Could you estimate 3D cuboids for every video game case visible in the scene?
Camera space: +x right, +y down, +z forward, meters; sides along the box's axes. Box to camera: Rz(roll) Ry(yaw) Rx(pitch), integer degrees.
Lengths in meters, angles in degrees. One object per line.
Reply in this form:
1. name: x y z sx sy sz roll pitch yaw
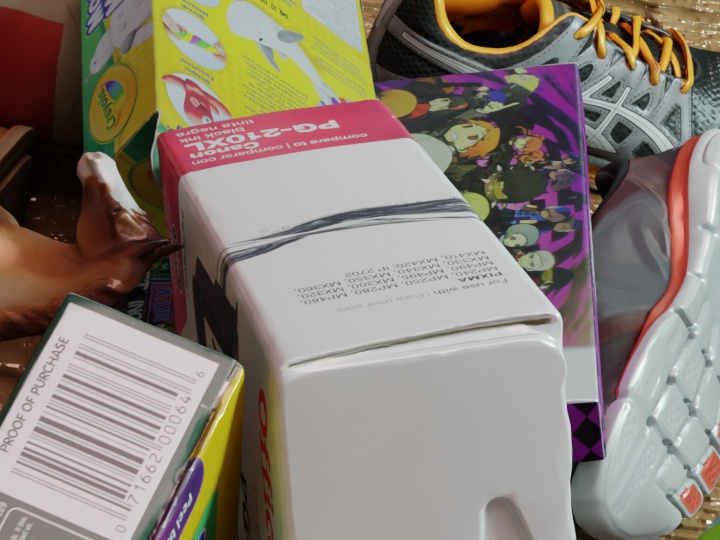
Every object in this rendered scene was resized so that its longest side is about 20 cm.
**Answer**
1. video game case: 0.000 0.000 1.001 0.180 0.036 0.201 -5 41 7

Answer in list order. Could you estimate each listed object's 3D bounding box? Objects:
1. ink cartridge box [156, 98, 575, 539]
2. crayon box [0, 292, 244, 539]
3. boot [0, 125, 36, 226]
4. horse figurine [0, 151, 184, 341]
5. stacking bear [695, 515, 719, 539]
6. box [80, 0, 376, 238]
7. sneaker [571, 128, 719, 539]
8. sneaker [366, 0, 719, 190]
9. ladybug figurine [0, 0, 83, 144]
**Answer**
1. ink cartridge box: -0.002 0.049 0.800 0.084 0.146 0.200 -9 22 -11
2. crayon box: -0.097 0.136 0.712 0.058 0.173 0.201 22 60 8
3. boot: -0.221 -0.009 0.974 0.154 0.077 0.200 20 48 14
4. horse figurine: -0.169 0.003 0.831 0.199 0.050 0.133 -32 67 -8
5. stacking bear: 0.136 0.141 0.858 0.121 0.114 0.200 30 45 20
6. box: -0.046 -0.062 0.968 0.117 0.048 0.201 31 28 -28
7. sneaker: 0.102 0.029 1.025 0.081 0.077 0.200 -5 40 29
8. sneaker: 0.096 -0.086 1.131 0.199 0.078 0.078 3 40 -14
9. ladybug figurine: -0.174 -0.097 1.052 0.199 0.072 0.136 11 -3 -1
